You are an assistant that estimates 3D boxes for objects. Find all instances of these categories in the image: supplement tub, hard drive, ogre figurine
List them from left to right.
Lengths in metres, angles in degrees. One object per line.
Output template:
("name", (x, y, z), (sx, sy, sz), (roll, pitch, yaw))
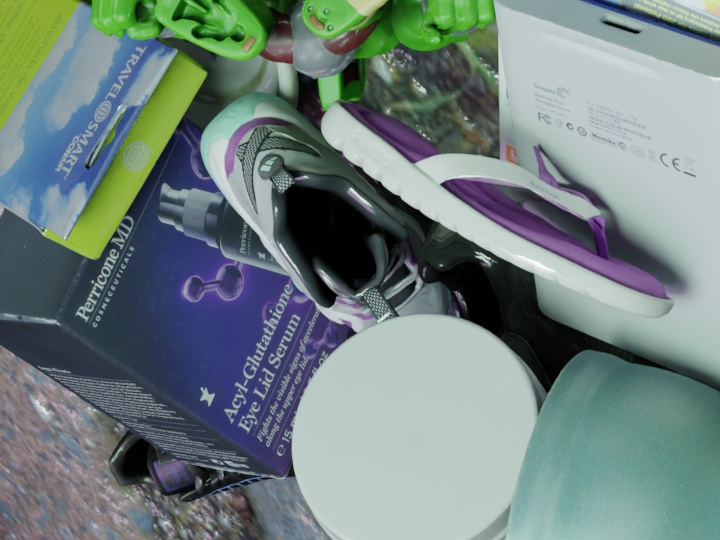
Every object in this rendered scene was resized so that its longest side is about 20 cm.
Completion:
("ogre figurine", (-0.023, -0.131, 1.199), (0.200, 0.120, 0.098), (-20, 85, 15))
("supplement tub", (0.053, 0.116, 1.239), (0.132, 0.132, 0.200), (30, 168, 26))
("hard drive", (0.133, -0.037, 1.149), (0.132, 0.025, 0.200), (23, 142, 34))

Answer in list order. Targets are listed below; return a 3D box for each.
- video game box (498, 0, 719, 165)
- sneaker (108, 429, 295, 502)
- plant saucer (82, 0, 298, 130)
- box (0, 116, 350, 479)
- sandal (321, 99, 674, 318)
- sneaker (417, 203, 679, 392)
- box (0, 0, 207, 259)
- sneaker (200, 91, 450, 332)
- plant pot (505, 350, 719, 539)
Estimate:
("video game box", (0.154, -0.091, 1.133), (0.200, 0.047, 0.182), (27, 144, 29))
("sneaker", (-0.090, 0.122, 1.595), (0.200, 0.078, 0.070), (-5, 120, 51))
("plant saucer", (-0.102, -0.154, 1.356), (0.200, 0.050, 0.200), (29, 141, 26))
("box", (-0.111, 0.011, 1.383), (0.104, 0.148, 0.200), (4, 155, 47))
("sandal", (0.067, -0.040, 1.149), (0.203, 0.082, 0.050), (31, 103, 22))
("sneaker", (0.103, 0.041, 1.282), (0.200, 0.090, 0.066), (49, 147, -1))
("box", (-0.167, -0.087, 1.308), (0.048, 0.122, 0.200), (31, 178, -41))
("sneaker", (0.000, 0.000, 1.293), (0.200, 0.078, 0.140), (41, -174, -36))
("plant pot", (0.162, 0.147, 1.162), (0.134, 0.200, 0.200), (8, 132, 21))
